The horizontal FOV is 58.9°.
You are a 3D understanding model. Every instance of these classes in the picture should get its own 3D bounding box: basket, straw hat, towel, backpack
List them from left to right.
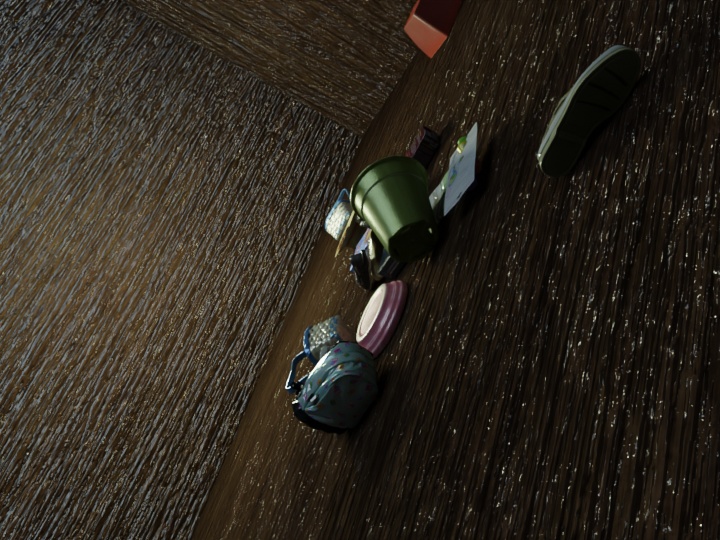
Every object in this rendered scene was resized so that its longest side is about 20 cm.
[{"bbox_3d":[-0.107,0.227,1.672,0.198,0.140,0.177,-31,18,12],"label":"basket"},{"bbox_3d":[-0.041,0.255,1.376,0.201,0.165,0.127,-56,32,24],"label":"backpack"},{"bbox_3d":[-0.071,-0.213,2.603,0.178,0.137,0.201,-58,42,26],"label":"basket"},{"bbox_3d":[-0.019,-0.125,2.337,0.201,0.084,0.204,-157,89,-85],"label":"straw hat"},{"bbox_3d":[0.192,-0.173,1.529,0.201,0.030,0.151,-56,12,41],"label":"towel"}]

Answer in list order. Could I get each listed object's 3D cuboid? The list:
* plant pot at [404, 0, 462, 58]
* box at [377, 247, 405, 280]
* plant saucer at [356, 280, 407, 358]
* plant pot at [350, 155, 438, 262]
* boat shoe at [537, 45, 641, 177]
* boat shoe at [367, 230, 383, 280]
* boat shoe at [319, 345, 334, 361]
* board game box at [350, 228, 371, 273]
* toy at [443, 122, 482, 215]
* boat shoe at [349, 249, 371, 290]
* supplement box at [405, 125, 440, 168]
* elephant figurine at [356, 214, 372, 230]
[{"bbox_3d":[0.309,-1.112,2.830,0.203,0.174,0.200,-66,11,-16],"label":"plant pot"},{"bbox_3d":[0.114,-0.095,1.677,0.158,0.050,0.202,-55,14,41],"label":"box"},{"bbox_3d":[0.045,0.111,1.525,0.203,0.050,0.201,-60,11,19],"label":"plant saucer"},{"bbox_3d":[0.095,-0.125,1.469,0.201,0.197,0.192,-57,38,33],"label":"plant pot"},{"bbox_3d":[0.316,-0.235,0.915,0.201,0.074,0.069,-58,17,34],"label":"boat shoe"},{"bbox_3d":[0.050,-0.052,1.834,0.201,0.072,0.063,-86,18,-57],"label":"boat shoe"},{"bbox_3d":[-0.057,0.280,1.528,0.070,0.070,0.205,51,-147,-70],"label":"boat shoe"},{"bbox_3d":[0.037,-0.095,2.086,0.201,0.044,0.136,-56,13,41],"label":"board game box"},{"bbox_3d":[0.231,-0.214,1.375,0.116,0.046,0.202,126,159,-45],"label":"toy"},{"bbox_3d":[0.000,0.000,1.809,0.201,0.056,0.068,87,172,-64],"label":"boat shoe"},{"bbox_3d":[0.168,-0.330,1.952,0.202,0.060,0.109,-61,11,24],"label":"supplement box"},{"bbox_3d":[0.056,-0.161,1.827,0.140,0.156,0.201,-3,41,55],"label":"elephant figurine"}]
